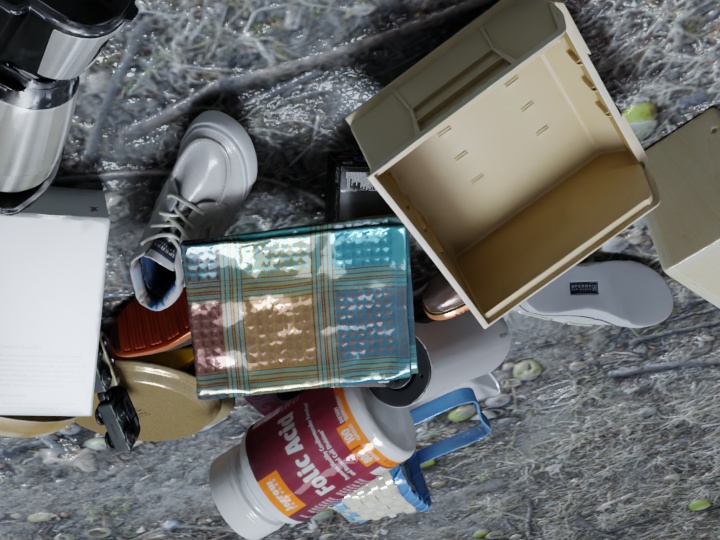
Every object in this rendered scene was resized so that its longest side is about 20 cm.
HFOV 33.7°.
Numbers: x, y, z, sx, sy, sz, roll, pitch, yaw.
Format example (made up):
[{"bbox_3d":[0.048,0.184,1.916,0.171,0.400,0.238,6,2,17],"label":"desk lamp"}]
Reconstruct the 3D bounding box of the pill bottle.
[{"bbox_3d":[-0.051,0.186,1.214,0.199,0.115,0.114,-34,140,19],"label":"pill bottle"}]

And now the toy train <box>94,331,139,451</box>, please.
[{"bbox_3d":[-0.260,0.084,1.164,0.034,0.046,0.202,-11,112,17],"label":"toy train"}]

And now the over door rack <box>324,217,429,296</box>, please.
[{"bbox_3d":[0.014,-0.002,1.183,0.198,0.067,0.148,-23,147,-7],"label":"over door rack"}]

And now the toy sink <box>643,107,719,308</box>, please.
[{"bbox_3d":[0.369,-0.045,1.148,0.112,0.132,0.199,-34,139,30],"label":"toy sink"}]

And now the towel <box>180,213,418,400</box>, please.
[{"bbox_3d":[-0.049,0.034,1.022,0.197,0.022,0.149,-6,105,-7],"label":"towel"}]

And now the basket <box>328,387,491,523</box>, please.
[{"bbox_3d":[0.046,0.193,1.320,0.198,0.141,0.177,-20,155,5],"label":"basket"}]

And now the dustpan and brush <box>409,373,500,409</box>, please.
[{"bbox_3d":[0.058,0.108,1.366,0.138,0.058,0.199,-16,154,31],"label":"dustpan and brush"}]

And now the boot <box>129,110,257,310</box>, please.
[{"bbox_3d":[-0.148,-0.042,1.028,0.073,0.096,0.201,27,141,3],"label":"boot"}]

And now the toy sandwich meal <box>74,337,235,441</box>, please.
[{"bbox_3d":[-0.233,0.123,1.292,0.202,0.071,0.206,2,150,1],"label":"toy sandwich meal"}]

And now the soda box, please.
[{"bbox_3d":[0.000,0.000,1.070,0.062,0.071,0.203,1,104,-12],"label":"soda box"}]

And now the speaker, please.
[{"bbox_3d":[0.081,0.084,1.225,0.081,0.082,0.199,-32,169,29],"label":"speaker"}]

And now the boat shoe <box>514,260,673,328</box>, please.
[{"bbox_3d":[0.243,0.028,1.289,0.197,0.072,0.070,1,172,-23],"label":"boat shoe"}]

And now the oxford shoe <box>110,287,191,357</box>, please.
[{"bbox_3d":[-0.159,0.046,1.194,0.198,0.072,0.072,-21,152,17],"label":"oxford shoe"}]

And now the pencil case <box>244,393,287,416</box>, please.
[{"bbox_3d":[-0.093,0.112,1.294,0.086,0.088,0.201,-17,144,10],"label":"pencil case"}]

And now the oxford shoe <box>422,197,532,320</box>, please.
[{"bbox_3d":[0.120,-0.041,1.110,0.200,0.071,0.073,-48,126,3],"label":"oxford shoe"}]

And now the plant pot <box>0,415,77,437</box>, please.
[{"bbox_3d":[-0.371,0.119,1.155,0.198,0.199,0.028,17,97,-33],"label":"plant pot"}]

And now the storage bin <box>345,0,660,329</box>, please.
[{"bbox_3d":[0.123,-0.093,0.976,0.198,0.094,0.200,-35,128,8],"label":"storage bin"}]

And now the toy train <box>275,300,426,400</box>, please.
[{"bbox_3d":[-0.006,0.085,1.257,0.198,0.034,0.046,-26,150,-23],"label":"toy train"}]

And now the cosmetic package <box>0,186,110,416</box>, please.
[{"bbox_3d":[-0.282,0.028,1.060,0.100,0.074,0.203,4,114,-19],"label":"cosmetic package"}]

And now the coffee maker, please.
[{"bbox_3d":[-0.270,-0.157,0.810,0.190,0.136,0.200,10,140,-26],"label":"coffee maker"}]
